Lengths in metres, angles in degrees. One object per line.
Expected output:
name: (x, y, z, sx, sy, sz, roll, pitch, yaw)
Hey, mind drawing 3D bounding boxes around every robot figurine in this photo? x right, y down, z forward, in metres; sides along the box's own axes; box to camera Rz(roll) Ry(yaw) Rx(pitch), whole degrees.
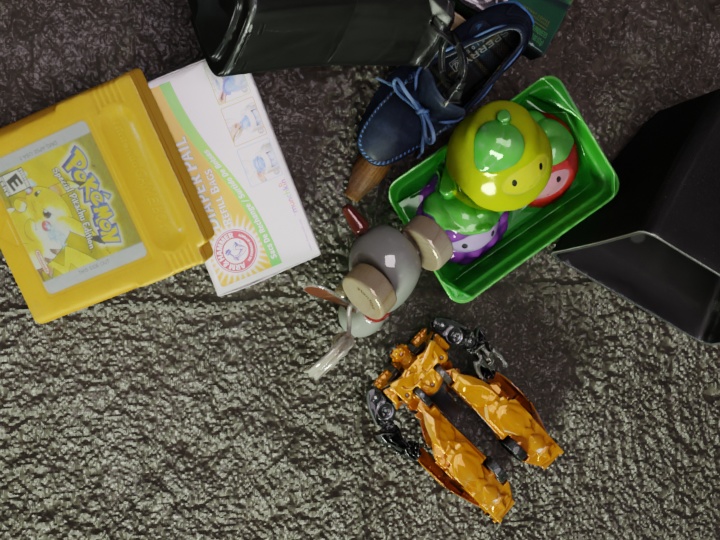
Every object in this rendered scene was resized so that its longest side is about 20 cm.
robot figurine: (0.094, 0.141, 1.650, 0.145, 0.058, 0.200, -46, 104, -7)

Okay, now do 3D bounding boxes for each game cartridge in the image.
game cartridge: (-0.241, -0.062, 1.505, 0.199, 0.032, 0.177, -20, 101, 27)

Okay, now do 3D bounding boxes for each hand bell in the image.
hand bell: (0.047, -0.151, 1.614, 0.104, 0.104, 0.201, 30, 98, -14)

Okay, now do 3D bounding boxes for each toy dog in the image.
toy dog: (0.000, 0.000, 1.547, 0.096, 0.200, 0.132, 49, 48, 4)

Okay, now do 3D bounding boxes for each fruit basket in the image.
fruit basket: (0.132, -0.083, 1.571, 0.215, 0.215, 0.156, -35, 102, -9)

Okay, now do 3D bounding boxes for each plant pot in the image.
plant pot: (0.337, -0.055, 1.638, 0.199, 0.199, 0.178, 30, 76, -14)

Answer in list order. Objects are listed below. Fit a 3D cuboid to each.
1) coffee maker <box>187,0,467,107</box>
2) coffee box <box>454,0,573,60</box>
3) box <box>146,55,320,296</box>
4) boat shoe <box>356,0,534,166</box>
coffee maker: (-0.031, -0.229, 1.445, 0.199, 0.192, 0.136, -9, 128, -29)
coffee box: (0.166, -0.319, 1.635, 0.122, 0.044, 0.201, 31, 82, -14)
box: (-0.121, -0.091, 1.545, 0.101, 0.112, 0.201, -22, 100, -4)
boat shoe: (0.068, -0.169, 1.535, 0.084, 0.069, 0.200, 39, 109, -11)
